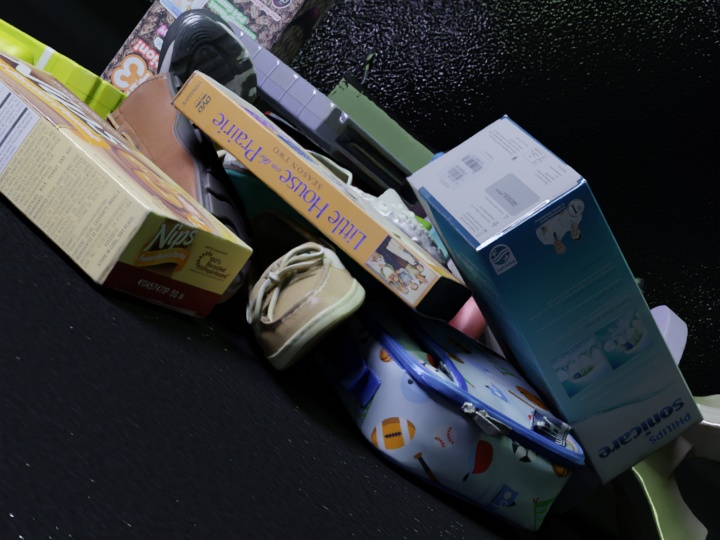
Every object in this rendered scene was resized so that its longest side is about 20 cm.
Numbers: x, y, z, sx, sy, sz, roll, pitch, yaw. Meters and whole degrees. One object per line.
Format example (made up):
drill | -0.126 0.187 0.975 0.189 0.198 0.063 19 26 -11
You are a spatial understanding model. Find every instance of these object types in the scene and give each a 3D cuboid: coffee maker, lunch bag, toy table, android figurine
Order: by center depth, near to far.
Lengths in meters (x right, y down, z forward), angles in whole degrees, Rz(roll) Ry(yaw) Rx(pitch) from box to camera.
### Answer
lunch bag | 0.047 0.079 1.163 0.160 0.076 0.200 31 7 -26
android figurine | -0.226 -0.138 1.322 0.200 0.041 0.182 33 0 18
toy table | 0.214 0.130 1.330 0.117 0.200 0.184 40 -33 -6
coffee maker | 0.032 -0.088 1.761 0.200 0.192 0.135 38 -10 -2

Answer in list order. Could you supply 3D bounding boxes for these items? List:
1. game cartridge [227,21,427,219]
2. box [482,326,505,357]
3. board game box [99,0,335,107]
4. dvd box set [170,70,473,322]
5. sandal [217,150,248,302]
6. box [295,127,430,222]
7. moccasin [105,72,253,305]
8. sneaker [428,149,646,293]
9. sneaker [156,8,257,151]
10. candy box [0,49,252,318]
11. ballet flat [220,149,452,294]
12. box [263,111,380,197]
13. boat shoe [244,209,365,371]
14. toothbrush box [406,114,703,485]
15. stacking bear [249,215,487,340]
game cartridge | -0.027 -0.110 1.392 0.129 0.038 0.200 36 0 31
box | 0.140 0.034 1.454 0.078 0.094 0.201 -111 -174 -80
board game box | -0.123 -0.177 1.497 0.097 0.200 0.159 37 7 1
dvd box set | -0.020 -0.043 1.161 0.200 0.029 0.146 40 4 11
sandal | -0.104 -0.047 1.257 0.211 0.070 0.078 37 7 5
box | 0.006 -0.035 1.575 0.200 0.117 0.060 36 4 1
moccasin | -0.123 -0.048 1.161 0.074 0.078 0.202 53 8 -49
sneaker | 0.130 -0.022 1.379 0.199 0.083 0.071 39 -21 -4
sneaker | -0.121 -0.125 1.314 0.085 0.074 0.200 58 -16 28
candy box | -0.167 -0.058 1.059 0.200 0.055 0.115 39 7 27
ballet flat | -0.011 -0.043 1.276 0.199 0.072 0.072 29 4 14
box | -0.023 -0.030 1.454 0.200 0.096 0.100 36 6 -6
boat shoe | -0.043 0.006 1.122 0.063 0.073 0.201 49 8 -11
toothbrush box | 0.128 0.018 1.208 0.200 0.085 0.146 59 -3 -27
stacking bear | 0.000 0.000 1.346 0.199 0.114 0.121 32 8 4
